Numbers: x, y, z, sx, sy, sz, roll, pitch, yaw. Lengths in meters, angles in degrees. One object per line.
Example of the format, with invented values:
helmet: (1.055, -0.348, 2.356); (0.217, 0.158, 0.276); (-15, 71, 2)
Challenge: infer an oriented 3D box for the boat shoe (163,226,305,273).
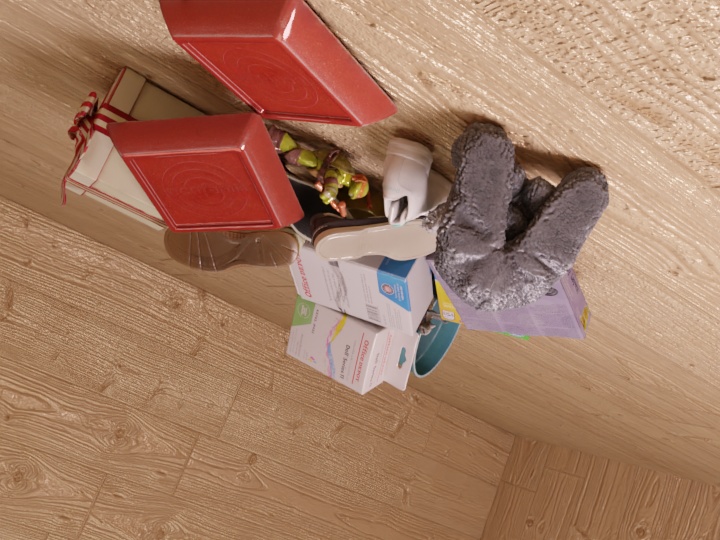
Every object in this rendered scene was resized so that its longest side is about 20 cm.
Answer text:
boat shoe: (-0.179, -0.038, 1.156); (0.200, 0.073, 0.063); (6, -160, 9)

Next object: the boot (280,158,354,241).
boot: (-0.088, -0.109, 1.177); (0.200, 0.072, 0.144); (34, -169, -4)

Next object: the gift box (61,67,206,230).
gift box: (-0.329, -0.161, 1.167); (0.187, 0.200, 0.184); (28, 161, -21)

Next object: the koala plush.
koala plush: (0.150, -0.045, 0.922); (0.177, 0.184, 0.200); (23, 180, -4)

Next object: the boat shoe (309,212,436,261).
boat shoe: (0.026, -0.057, 1.099); (0.200, 0.063, 0.073); (-4, 136, -22)

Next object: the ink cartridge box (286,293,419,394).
ink cartridge box: (-0.015, 0.117, 1.303); (0.200, 0.117, 0.067); (24, -155, 27)

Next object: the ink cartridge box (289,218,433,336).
ink cartridge box: (0.000, 0.000, 1.218); (0.200, 0.084, 0.145); (18, 148, 21)

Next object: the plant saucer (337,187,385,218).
plant saucer: (0.004, -0.079, 1.272); (0.200, 0.049, 0.200); (12, 163, 41)

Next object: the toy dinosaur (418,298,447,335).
toy dinosaur: (0.054, 0.026, 1.322); (0.200, 0.102, 0.077); (58, -163, 11)

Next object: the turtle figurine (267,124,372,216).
turtle figurine: (-0.052, -0.135, 1.063); (0.161, 0.064, 0.200); (28, -163, 2)

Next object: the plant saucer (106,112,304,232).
plant saucer: (-0.192, -0.110, 1.018); (0.199, 0.037, 0.200); (-1, 145, 14)

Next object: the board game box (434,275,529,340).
board game box: (0.194, 0.027, 1.265); (0.153, 0.040, 0.200); (13, 150, 19)

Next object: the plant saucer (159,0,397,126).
plant saucer: (-0.090, -0.212, 0.857); (0.199, 0.037, 0.200); (13, 166, 37)

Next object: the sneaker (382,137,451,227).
sneaker: (0.064, -0.090, 1.019); (0.075, 0.089, 0.200); (16, 171, 24)

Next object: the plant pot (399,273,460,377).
plant pot: (0.069, 0.062, 1.461); (0.188, 0.200, 0.200); (24, 170, 24)

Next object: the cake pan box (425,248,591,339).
cake pan box: (0.209, 0.025, 1.157); (0.200, 0.052, 0.184); (2, 143, 34)
